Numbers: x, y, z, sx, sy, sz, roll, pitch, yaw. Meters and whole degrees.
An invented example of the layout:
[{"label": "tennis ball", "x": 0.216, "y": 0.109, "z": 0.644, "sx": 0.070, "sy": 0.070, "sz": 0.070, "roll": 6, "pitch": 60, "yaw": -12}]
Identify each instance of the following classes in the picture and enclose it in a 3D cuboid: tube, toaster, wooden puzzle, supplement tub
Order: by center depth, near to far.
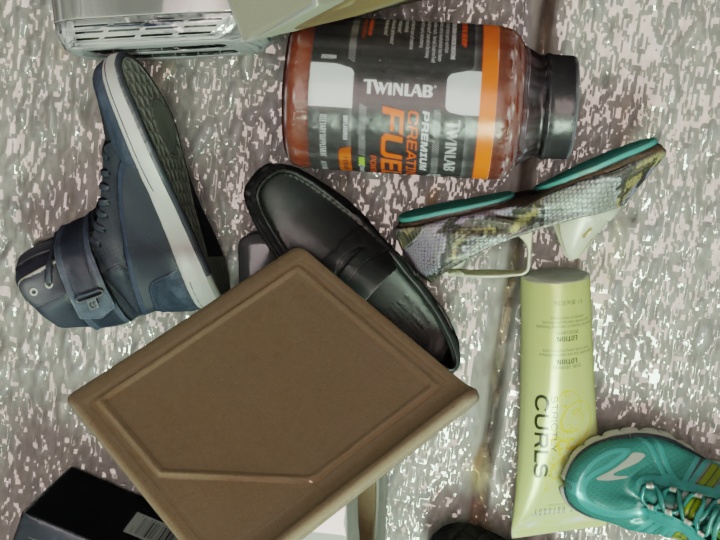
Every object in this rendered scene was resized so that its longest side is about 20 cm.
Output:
[{"label": "wooden puzzle", "x": -0.056, "y": 0.081, "z": 0.676, "sx": 0.184, "sy": 0.200, "sz": 0.037, "roll": -34, "pitch": 135, "yaw": -22}, {"label": "toaster", "x": -0.138, "y": -0.215, "z": 0.768, "sx": 0.198, "sy": 0.114, "sz": 0.131, "roll": -1, "pitch": 94, "yaw": 5}, {"label": "supplement tub", "x": 0.049, "y": -0.119, "z": 0.776, "sx": 0.198, "sy": 0.107, "sz": 0.108, "roll": 4, "pitch": 98, "yaw": 4}, {"label": "tube", "x": 0.147, "y": 0.100, "z": 0.829, "sx": 0.058, "sy": 0.052, "sz": 0.202, "roll": 5, "pitch": 104, "yaw": 31}]

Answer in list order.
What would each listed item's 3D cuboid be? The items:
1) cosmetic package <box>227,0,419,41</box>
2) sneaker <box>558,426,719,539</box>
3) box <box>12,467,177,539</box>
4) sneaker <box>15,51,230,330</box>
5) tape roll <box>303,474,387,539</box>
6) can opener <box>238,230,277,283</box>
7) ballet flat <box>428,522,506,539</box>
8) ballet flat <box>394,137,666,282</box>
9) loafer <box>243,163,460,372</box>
[{"label": "cosmetic package", "x": -0.003, "y": -0.221, "z": 0.719, "sx": 0.071, "sy": 0.199, "sz": 0.106, "roll": -13, "pitch": 101, "yaw": 43}, {"label": "sneaker", "x": 0.243, "y": 0.167, "z": 0.807, "sx": 0.198, "sy": 0.080, "sz": 0.078, "roll": 14, "pitch": 97, "yaw": -3}, {"label": "box", "x": -0.177, "y": 0.282, "z": 0.847, "sx": 0.198, "sy": 0.104, "sz": 0.184, "roll": 22, "pitch": 100, "yaw": 1}, {"label": "sneaker", "x": -0.190, "y": -0.045, "z": 0.795, "sx": 0.145, "sy": 0.077, "sz": 0.204, "roll": -11, "pitch": 120, "yaw": 8}, {"label": "tape roll", "x": -0.027, "y": 0.148, "z": 0.768, "sx": 0.070, "sy": 0.202, "sz": 0.205, "roll": -1, "pitch": 98, "yaw": 9}, {"label": "can opener", "x": -0.087, "y": 0.072, "z": 0.838, "sx": 0.066, "sy": 0.053, "sz": 0.202, "roll": -1, "pitch": 96, "yaw": 4}, {"label": "ballet flat", "x": 0.140, "y": 0.250, "z": 0.843, "sx": 0.198, "sy": 0.057, "sz": 0.067, "roll": 22, "pitch": 100, "yaw": 1}, {"label": "ballet flat", "x": 0.126, "y": -0.035, "z": 0.802, "sx": 0.198, "sy": 0.072, "sz": 0.073, "roll": -17, "pitch": 96, "yaw": 11}, {"label": "loafer", "x": 0.000, "y": 0.000, "z": 0.793, "sx": 0.201, "sy": 0.070, "sz": 0.068, "roll": 45, "pitch": 82, "yaw": -16}]
